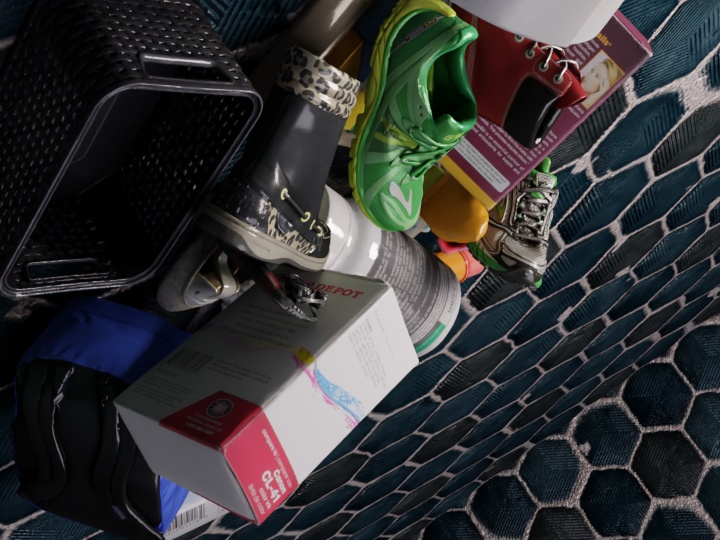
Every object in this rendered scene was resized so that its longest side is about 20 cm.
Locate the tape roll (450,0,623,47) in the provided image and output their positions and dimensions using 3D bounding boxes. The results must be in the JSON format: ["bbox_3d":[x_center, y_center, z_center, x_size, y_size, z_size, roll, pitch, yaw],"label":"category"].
[{"bbox_3d":[0.105,-0.255,0.640,0.202,0.203,0.139,-12,149,-43],"label":"tape roll"}]

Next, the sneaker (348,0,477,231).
[{"bbox_3d":[0.043,-0.110,0.825,0.074,0.083,0.201,-33,142,-43],"label":"sneaker"}]

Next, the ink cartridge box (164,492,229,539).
[{"bbox_3d":[-0.195,0.175,1.096,0.159,0.200,0.048,-21,138,-29],"label":"ink cartridge box"}]

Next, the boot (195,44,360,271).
[{"bbox_3d":[-0.042,-0.083,0.833,0.155,0.073,0.203,-63,165,6],"label":"boot"}]

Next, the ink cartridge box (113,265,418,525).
[{"bbox_3d":[-0.072,0.089,0.851,0.200,0.147,0.086,-40,123,-32],"label":"ink cartridge box"}]

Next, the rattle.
[{"bbox_3d":[0.084,-0.047,1.111,0.130,0.142,0.201,-43,157,-29],"label":"rattle"}]

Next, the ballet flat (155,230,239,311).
[{"bbox_3d":[-0.127,-0.012,0.978,0.067,0.063,0.200,-5,144,-48],"label":"ballet flat"}]

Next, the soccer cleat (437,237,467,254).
[{"bbox_3d":[0.144,-0.085,1.198,0.076,0.067,0.200,-34,164,-28],"label":"soccer cleat"}]

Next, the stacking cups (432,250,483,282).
[{"bbox_3d":[0.078,0.005,1.301,0.199,0.061,0.061,-19,153,-37],"label":"stacking cups"}]

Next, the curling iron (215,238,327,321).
[{"bbox_3d":[-0.088,-0.007,0.867,0.049,0.200,0.026,26,96,-40],"label":"curling iron"}]

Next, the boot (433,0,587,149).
[{"bbox_3d":[0.125,-0.200,0.803,0.072,0.144,0.201,-26,139,-45],"label":"boot"}]

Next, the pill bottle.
[{"bbox_3d":[0.000,0.000,1.038,0.113,0.113,0.200,-41,133,16],"label":"pill bottle"}]

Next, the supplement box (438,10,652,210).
[{"bbox_3d":[0.149,-0.169,0.954,0.200,0.110,0.086,-44,-171,21],"label":"supplement box"}]

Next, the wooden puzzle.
[{"bbox_3d":[0.011,-0.172,0.886,0.185,0.037,0.199,-45,155,23],"label":"wooden puzzle"}]

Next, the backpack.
[{"bbox_3d":[-0.227,0.118,0.964,0.168,0.161,0.201,-72,172,-49],"label":"backpack"}]

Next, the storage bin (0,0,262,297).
[{"bbox_3d":[-0.177,-0.084,0.729,0.135,0.094,0.200,-6,143,-48],"label":"storage bin"}]

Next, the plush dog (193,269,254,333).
[{"bbox_3d":[-0.074,0.066,1.129,0.200,0.160,0.172,-54,174,39],"label":"plush dog"}]

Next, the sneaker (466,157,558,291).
[{"bbox_3d":[0.156,-0.057,1.054,0.078,0.201,0.085,25,124,-14],"label":"sneaker"}]
